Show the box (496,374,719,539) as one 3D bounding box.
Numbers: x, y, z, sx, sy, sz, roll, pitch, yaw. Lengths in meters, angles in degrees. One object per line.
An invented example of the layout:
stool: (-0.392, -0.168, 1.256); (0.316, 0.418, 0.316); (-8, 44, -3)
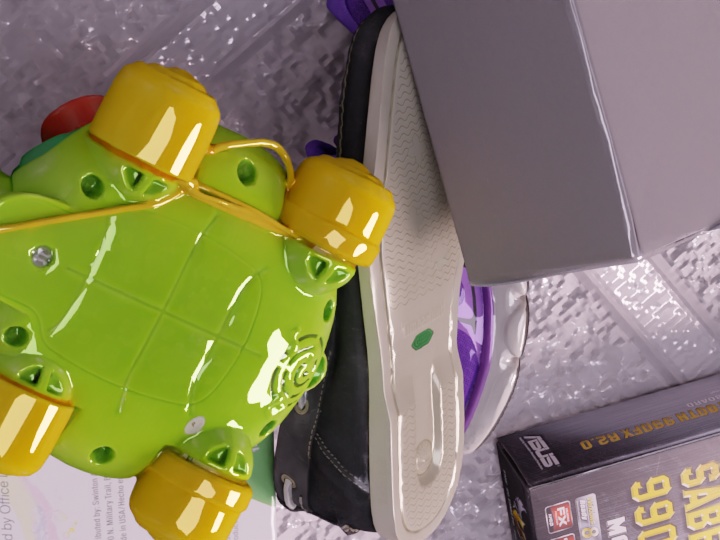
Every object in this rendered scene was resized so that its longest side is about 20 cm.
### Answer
box: (0.153, 0.147, 1.046); (0.158, 0.048, 0.200); (-14, 117, -9)

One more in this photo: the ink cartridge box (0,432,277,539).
ink cartridge box: (-0.139, 0.084, 0.910); (0.200, 0.088, 0.146); (-8, 115, -15)

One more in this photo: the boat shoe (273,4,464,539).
boat shoe: (0.000, 0.000, 0.867); (0.072, 0.068, 0.200); (-17, 114, -53)

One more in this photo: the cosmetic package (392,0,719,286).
cosmetic package: (0.073, -0.104, 0.832); (0.107, 0.090, 0.200); (-18, 99, -45)

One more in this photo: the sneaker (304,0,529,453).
sneaker: (0.022, -0.026, 0.927); (0.083, 0.081, 0.200); (-5, 106, 1)

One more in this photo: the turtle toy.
turtle toy: (-0.093, -0.003, 0.795); (0.200, 0.101, 0.146); (27, 92, -30)
